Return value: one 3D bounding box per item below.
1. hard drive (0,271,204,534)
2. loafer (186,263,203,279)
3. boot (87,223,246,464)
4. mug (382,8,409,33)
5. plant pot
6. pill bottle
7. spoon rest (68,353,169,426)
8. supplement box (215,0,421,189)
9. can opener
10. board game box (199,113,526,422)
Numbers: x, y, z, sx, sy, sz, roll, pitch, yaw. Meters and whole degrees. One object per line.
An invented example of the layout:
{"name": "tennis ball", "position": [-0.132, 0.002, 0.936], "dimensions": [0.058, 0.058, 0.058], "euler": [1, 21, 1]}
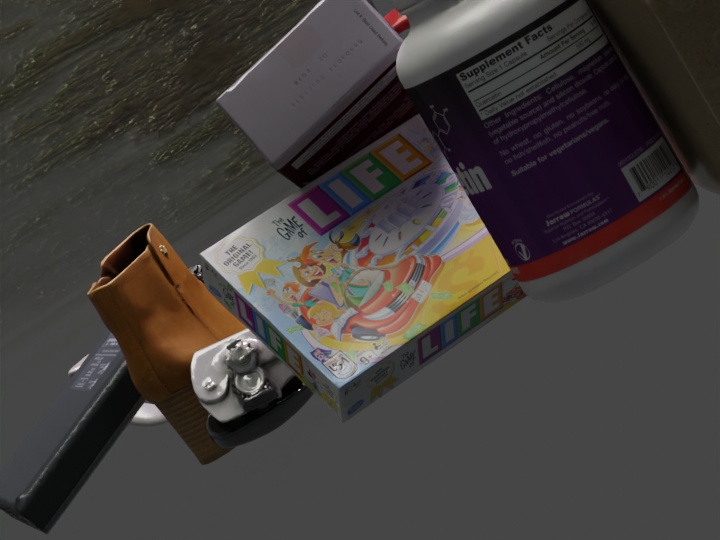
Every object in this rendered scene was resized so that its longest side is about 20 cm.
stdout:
{"name": "hard drive", "position": [-0.182, 0.090, 1.553], "dimensions": [0.200, 0.033, 0.140], "euler": [-54, 14, -12]}
{"name": "loafer", "position": [-0.066, 0.022, 1.690], "dimensions": [0.201, 0.070, 0.068], "euler": [-13, 47, 22]}
{"name": "boot", "position": [-0.101, 0.030, 1.455], "dimensions": [0.071, 0.144, 0.201], "euler": [-28, 7, 21]}
{"name": "mug", "position": [0.053, -0.108, 1.701], "dimensions": [0.200, 0.178, 0.133], "euler": [-34, 3, 17]}
{"name": "plant pot", "position": [0.230, -0.150, 1.196], "dimensions": [0.200, 0.200, 0.177], "euler": [-30, 18, 9]}
{"name": "pill bottle", "position": [0.095, -0.090, 1.231], "dimensions": [0.112, 0.200, 0.112], "euler": [-30, 6, 4]}
{"name": "spoon rest", "position": [-0.116, 0.074, 1.641], "dimensions": [0.200, 0.061, 0.099], "euler": [-12, 16, 27]}
{"name": "supplement box", "position": [-0.001, -0.096, 1.388], "dimensions": [0.109, 0.061, 0.200], "euler": [-43, -21, 4]}
{"name": "can opener", "position": [-0.010, 0.038, 1.353], "dimensions": [0.200, 0.053, 0.066], "euler": [-27, -29, -2]}
{"name": "board game box", "position": [0.025, -0.013, 1.318], "dimensions": [0.200, 0.134, 0.034], "euler": [-34, -35, -21]}
